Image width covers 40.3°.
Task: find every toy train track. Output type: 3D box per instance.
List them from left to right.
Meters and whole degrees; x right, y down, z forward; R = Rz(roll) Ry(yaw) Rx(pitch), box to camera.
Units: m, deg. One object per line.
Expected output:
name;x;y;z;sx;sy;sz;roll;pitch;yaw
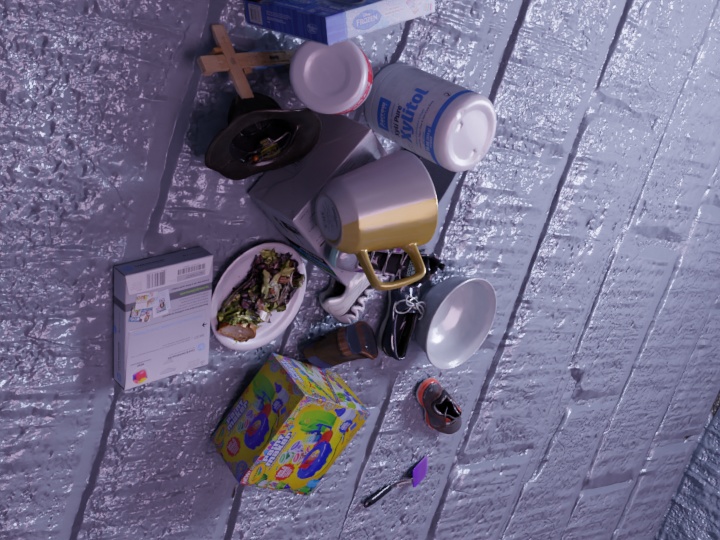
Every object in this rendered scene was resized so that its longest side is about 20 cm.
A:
toy train track;-0.165;-0.302;1.440;0.199;0.032;0.116;-19;84;-48

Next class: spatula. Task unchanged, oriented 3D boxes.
spatula;0.082;0.477;2.179;0.199;0.020;0.057;-22;122;-33

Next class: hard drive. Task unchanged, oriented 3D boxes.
hard drive;0.113;-0.169;1.799;0.135;0.042;0.201;33;89;-49

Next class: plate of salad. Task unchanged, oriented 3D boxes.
plate of salad;-0.165;0.049;1.656;0.199;0.048;0.202;-23;128;-33

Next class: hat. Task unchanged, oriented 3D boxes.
hat;-0.153;-0.216;1.459;0.199;0.082;0.201;-20;163;-6

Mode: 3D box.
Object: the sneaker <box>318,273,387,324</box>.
sneaker;0.000;0.000;1.775;0.081;0.075;0.201;35;87;-40

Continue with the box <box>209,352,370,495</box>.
box;-0.125;0.279;1.758;0.192;0.122;0.201;24;106;-48

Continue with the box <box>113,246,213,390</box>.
box;-0.308;0.074;1.535;0.155;0.041;0.202;-16;123;-38

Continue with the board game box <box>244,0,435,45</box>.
board game box;-0.031;-0.382;1.408;0.198;0.199;0.044;-25;124;-32

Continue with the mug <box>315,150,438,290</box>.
mug;0.025;-0.082;1.484;0.152;0.187;0.150;-16;141;-27

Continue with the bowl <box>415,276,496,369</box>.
bowl;0.176;0.090;1.984;0.200;0.090;0.203;-25;130;-33

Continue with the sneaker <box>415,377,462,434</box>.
sneaker;0.185;0.313;2.134;0.077;0.082;0.200;-49;138;-10

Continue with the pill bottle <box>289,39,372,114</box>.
pill bottle;-0.039;-0.289;1.462;0.200;0.111;0.113;-63;176;-80

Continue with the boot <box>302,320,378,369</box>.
boot;-0.033;0.141;1.841;0.096;0.075;0.200;-17;167;16

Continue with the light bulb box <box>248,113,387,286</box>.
light bulb box;-0.042;-0.120;1.615;0.199;0.124;0.200;-49;140;-10

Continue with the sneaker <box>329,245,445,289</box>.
sneaker;0.057;-0.014;1.574;0.199;0.140;0.078;-10;123;-42

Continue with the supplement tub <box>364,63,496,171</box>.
supplement tub;0.115;-0.256;1.629;0.131;0.199;0.133;-23;128;-33

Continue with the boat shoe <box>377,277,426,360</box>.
boat shoe;0.085;0.075;1.900;0.074;0.062;0.202;10;101;-40
